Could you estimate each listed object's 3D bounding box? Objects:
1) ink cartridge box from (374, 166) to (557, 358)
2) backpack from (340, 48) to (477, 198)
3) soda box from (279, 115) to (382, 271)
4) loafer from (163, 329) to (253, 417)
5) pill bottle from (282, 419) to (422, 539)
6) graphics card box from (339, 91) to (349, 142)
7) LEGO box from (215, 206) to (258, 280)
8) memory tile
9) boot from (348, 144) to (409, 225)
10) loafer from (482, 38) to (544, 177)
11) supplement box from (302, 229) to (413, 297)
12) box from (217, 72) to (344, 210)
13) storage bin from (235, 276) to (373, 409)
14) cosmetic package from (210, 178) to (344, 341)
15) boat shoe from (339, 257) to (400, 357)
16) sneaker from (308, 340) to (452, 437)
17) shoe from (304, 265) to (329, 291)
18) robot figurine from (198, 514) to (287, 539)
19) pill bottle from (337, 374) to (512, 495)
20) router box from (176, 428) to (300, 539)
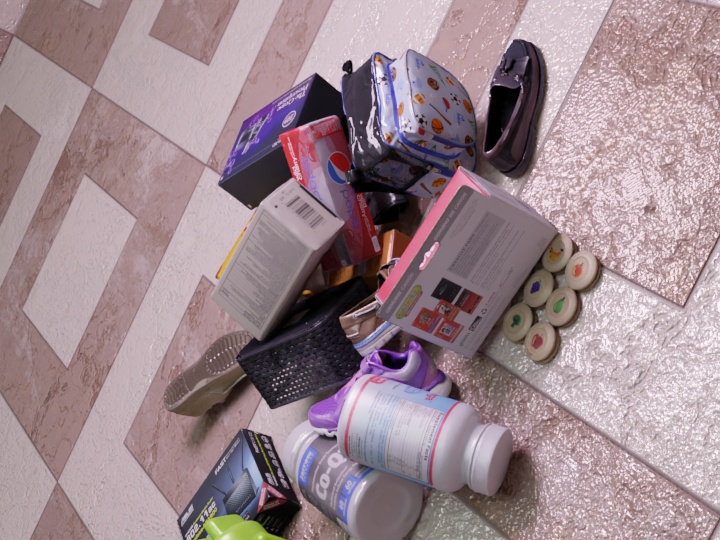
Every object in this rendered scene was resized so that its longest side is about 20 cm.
[{"bbox_3d":[0.116,-0.015,1.535,0.201,0.174,0.084,-56,38,13],"label":"ink cartridge box"},{"bbox_3d":[0.076,-0.197,1.698,0.153,0.189,0.203,-23,58,36],"label":"backpack"},{"bbox_3d":[-0.041,-0.106,1.706,0.069,0.063,0.203,-10,100,48],"label":"soda box"},{"bbox_3d":[-0.229,0.169,1.997,0.199,0.068,0.076,-34,47,15],"label":"loafer"},{"bbox_3d":[-0.016,0.274,1.630,0.199,0.113,0.115,25,91,53],"label":"pill bottle"},{"bbox_3d":[-0.083,-0.219,2.025,0.199,0.050,0.127,2,74,51],"label":"graphics card box"},{"bbox_3d":[-0.141,-0.024,1.903,0.150,0.077,0.200,-58,16,-4],"label":"LEGO box"},{"bbox_3d":[0.211,0.012,1.561,0.155,0.017,0.200,-60,36,10],"label":"memory tile"},{"bbox_3d":[0.009,-0.127,1.839,0.200,0.069,0.134,152,105,-75],"label":"boot"},{"bbox_3d":[0.201,-0.228,1.659,0.071,0.062,0.203,-15,60,46],"label":"loafer"},{"bbox_3d":[0.000,0.000,1.793,0.199,0.066,0.070,-18,58,45],"label":"supplement box"},{"bbox_3d":[-0.121,-0.199,1.925,0.199,0.078,0.143,-25,40,45],"label":"box"},{"bbox_3d":[-0.064,0.103,1.746,0.199,0.094,0.135,-23,17,43],"label":"storage bin"},{"bbox_3d":[-0.115,-0.014,1.696,0.087,0.103,0.201,-43,-8,-49],"label":"cosmetic package"},{"bbox_3d":[0.056,0.023,1.648,0.200,0.073,0.072,-44,13,-14],"label":"boat shoe"},{"bbox_3d":[0.016,0.150,1.617,0.198,0.089,0.081,-21,22,15],"label":"sneaker"},{"bbox_3d":[-0.062,-0.069,1.777,0.053,0.070,0.204,8,96,24],"label":"shoe"},{"bbox_3d":[-0.146,0.427,1.690,0.200,0.115,0.176,45,109,28],"label":"robot figurine"},{"bbox_3d":[0.079,0.204,1.501,0.197,0.109,0.110,15,82,24],"label":"pill bottle"},{"bbox_3d":[-0.185,0.361,1.841,0.201,0.062,0.150,-55,37,17],"label":"router box"}]
